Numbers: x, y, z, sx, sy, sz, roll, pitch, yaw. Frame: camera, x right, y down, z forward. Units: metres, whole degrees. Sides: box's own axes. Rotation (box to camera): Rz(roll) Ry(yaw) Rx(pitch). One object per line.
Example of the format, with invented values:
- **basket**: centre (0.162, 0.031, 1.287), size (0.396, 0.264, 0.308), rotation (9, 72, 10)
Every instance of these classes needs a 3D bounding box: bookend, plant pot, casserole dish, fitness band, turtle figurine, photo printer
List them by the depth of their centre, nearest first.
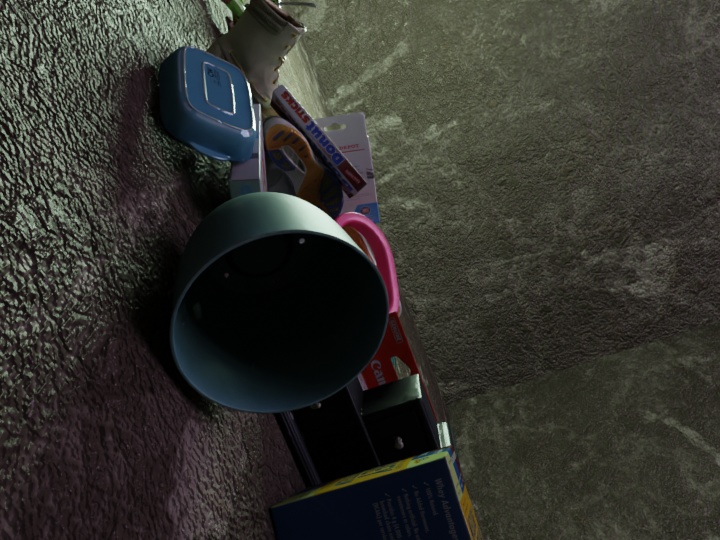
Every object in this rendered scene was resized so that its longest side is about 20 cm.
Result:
- **plant pot**: centre (-0.092, 0.014, 0.618), size (0.201, 0.200, 0.161), rotation (65, -4, -35)
- **casserole dish**: centre (-0.185, -0.215, 0.765), size (0.121, 0.039, 0.200), rotation (18, 39, -33)
- **bookend**: centre (0.003, 0.180, 0.813), size (0.092, 0.200, 0.199), rotation (-81, 152, -74)
- **fitness band**: centre (0.000, 0.000, 0.988), size (0.143, 0.037, 0.200), rotation (13, 60, -39)
- **photo printer**: centre (-0.134, -0.134, 1.088), size (0.200, 0.069, 0.167), rotation (-100, 168, -49)
- **turtle figurine**: centre (-0.200, -0.525, 1.193), size (0.194, 0.200, 0.144), rotation (43, 53, -23)

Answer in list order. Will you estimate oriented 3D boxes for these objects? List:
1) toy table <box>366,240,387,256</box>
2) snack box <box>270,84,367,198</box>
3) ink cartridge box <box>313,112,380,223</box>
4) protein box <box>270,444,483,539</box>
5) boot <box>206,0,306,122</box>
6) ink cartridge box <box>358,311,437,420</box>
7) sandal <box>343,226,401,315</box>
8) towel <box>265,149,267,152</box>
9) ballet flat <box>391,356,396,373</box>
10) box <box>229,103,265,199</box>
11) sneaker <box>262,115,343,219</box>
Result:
- **toy table**: centre (-0.027, -0.028, 1.234), size (0.200, 0.184, 0.117), rotation (20, 28, -32)
- **snack box**: centre (-0.068, -0.201, 0.974), size (0.200, 0.024, 0.072), rotation (49, -10, -7)
- **ink cartridge box**: centre (-0.036, -0.181, 1.126), size (0.067, 0.116, 0.200), rotation (-108, -170, -76)
- **protein box**: centre (0.036, 0.325, 0.686), size (0.135, 0.200, 0.199), rotation (43, 29, -74)
- **boot**: centre (-0.137, -0.331, 1.004), size (0.200, 0.155, 0.072), rotation (38, 21, -27)
- **ink cartridge box**: centre (0.004, 0.180, 0.914), size (0.044, 0.173, 0.200), rotation (-83, 153, -72)
- **sandal**: centre (0.001, 0.014, 1.062), size (0.207, 0.079, 0.059), rotation (61, 9, -14)
- **towel**: centre (-0.162, -0.261, 1.074), size (0.144, 0.022, 0.200), rotation (22, 34, -25)
- **ballet flat**: centre (0.006, 0.215, 1.002), size (0.071, 0.071, 0.200), rotation (20, 86, -80)
- **box**: centre (-0.151, -0.114, 0.849), size (0.200, 0.041, 0.156), rotation (-102, -169, -48)
- **sneaker**: centre (-0.090, -0.165, 0.985), size (0.200, 0.075, 0.088), rotation (61, -1, -40)
